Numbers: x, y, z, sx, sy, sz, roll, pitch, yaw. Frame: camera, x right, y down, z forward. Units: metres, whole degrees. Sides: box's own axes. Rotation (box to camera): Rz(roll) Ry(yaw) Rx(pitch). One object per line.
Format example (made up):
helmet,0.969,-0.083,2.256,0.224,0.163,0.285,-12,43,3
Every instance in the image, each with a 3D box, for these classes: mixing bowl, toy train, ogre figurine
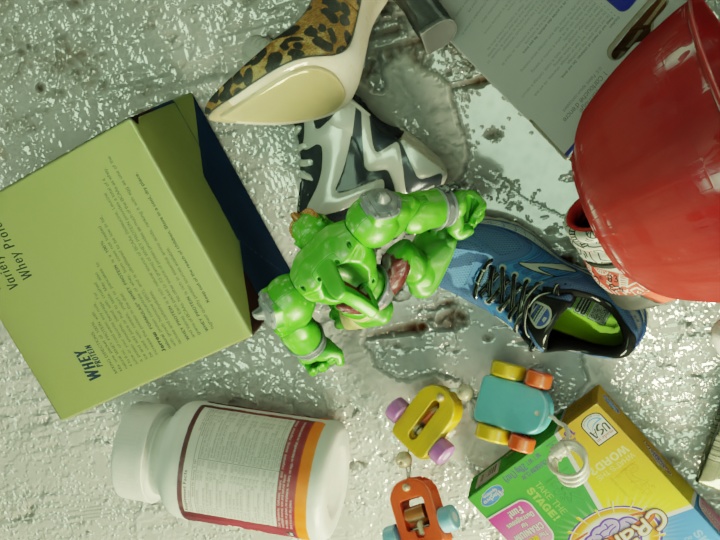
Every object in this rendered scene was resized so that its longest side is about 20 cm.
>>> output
mixing bowl,0.202,-0.058,0.658,0.108,0.200,0.200,-25,100,28
toy train,0.101,0.164,0.917,0.200,0.056,0.150,-29,71,21
ogre figurine,0.000,0.000,0.823,0.200,0.120,0.098,-25,63,25

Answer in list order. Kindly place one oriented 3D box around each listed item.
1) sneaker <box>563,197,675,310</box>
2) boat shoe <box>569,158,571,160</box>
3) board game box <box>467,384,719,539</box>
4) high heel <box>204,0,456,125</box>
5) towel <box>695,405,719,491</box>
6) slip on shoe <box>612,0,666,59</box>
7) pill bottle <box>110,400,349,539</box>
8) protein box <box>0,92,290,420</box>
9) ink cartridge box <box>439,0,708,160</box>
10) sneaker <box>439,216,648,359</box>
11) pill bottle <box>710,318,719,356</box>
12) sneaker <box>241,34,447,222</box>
sneaker,0.247,-0.039,0.760,0.201,0.067,0.108,-20,128,36
boat shoe,0.250,-0.095,0.809,0.200,0.068,0.072,7,110,13
board game box,0.218,0.223,0.932,0.200,0.040,0.153,46,112,-3
high heel,-0.044,-0.191,0.808,0.200,0.071,0.143,-25,59,-7
towel,0.398,0.120,0.866,0.200,0.035,0.193,16,113,6
slip on shoe,0.217,-0.226,0.785,0.200,0.076,0.061,-54,49,30
pill bottle,-0.117,0.178,0.964,0.200,0.110,0.110,6,108,12
protein box,-0.201,-0.013,0.911,0.200,0.135,0.199,-25,100,19
ink cartridge box,0.159,-0.211,0.759,0.198,0.047,0.200,-50,60,21
sneaker,0.140,0.016,0.860,0.200,0.089,0.079,20,110,7
pill bottle,0.366,0.017,0.769,0.200,0.114,0.114,-43,94,-1
sneaker,-0.041,-0.093,0.875,0.199,0.080,0.130,36,104,-10
